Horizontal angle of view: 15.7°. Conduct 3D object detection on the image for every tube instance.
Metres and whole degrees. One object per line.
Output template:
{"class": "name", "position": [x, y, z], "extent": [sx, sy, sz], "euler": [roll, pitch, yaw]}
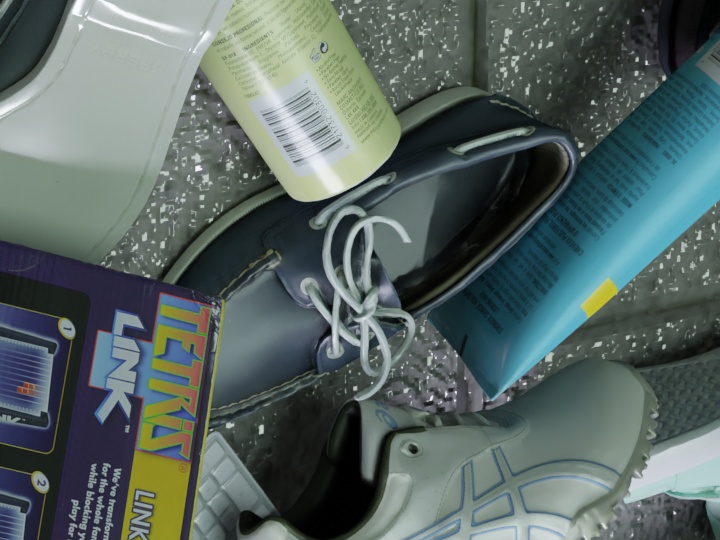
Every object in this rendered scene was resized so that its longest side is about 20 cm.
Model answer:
{"class": "tube", "position": [0.111, -0.034, 1.024], "extent": [0.200, 0.077, 0.050], "euler": [-42, 114, 2]}
{"class": "tube", "position": [-0.052, -0.116, 0.938], "extent": [0.200, 0.052, 0.058], "euler": [56, 38, -29]}

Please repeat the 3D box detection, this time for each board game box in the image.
{"class": "board game box", "position": [-0.141, 0.087, 0.845], "extent": [0.165, 0.057, 0.201], "euler": [16, 66, -18]}

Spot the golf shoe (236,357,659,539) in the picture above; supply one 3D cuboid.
{"class": "golf shoe", "position": [0.036, 0.079, 1.006], "extent": [0.200, 0.078, 0.098], "euler": [-40, 113, -30]}

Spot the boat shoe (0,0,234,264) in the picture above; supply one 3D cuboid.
{"class": "boat shoe", "position": [-0.098, -0.068, 0.899], "extent": [0.073, 0.062, 0.200], "euler": [24, 113, -24]}

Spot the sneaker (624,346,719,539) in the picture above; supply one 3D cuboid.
{"class": "sneaker", "position": [0.154, 0.098, 1.136], "extent": [0.200, 0.074, 0.119], "euler": [-18, 117, -29]}

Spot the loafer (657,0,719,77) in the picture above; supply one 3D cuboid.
{"class": "loafer", "position": [0.176, -0.146, 1.039], "extent": [0.072, 0.063, 0.201], "euler": [-18, 138, -41]}

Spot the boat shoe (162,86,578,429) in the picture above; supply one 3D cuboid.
{"class": "boat shoe", "position": [0.000, 0.000, 0.999], "extent": [0.200, 0.062, 0.075], "euler": [-32, 120, -24]}

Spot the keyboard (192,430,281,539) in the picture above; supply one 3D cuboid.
{"class": "keyboard", "position": [-0.025, 0.148, 1.016], "extent": [0.056, 0.011, 0.200], "euler": [-45, 124, -18]}
